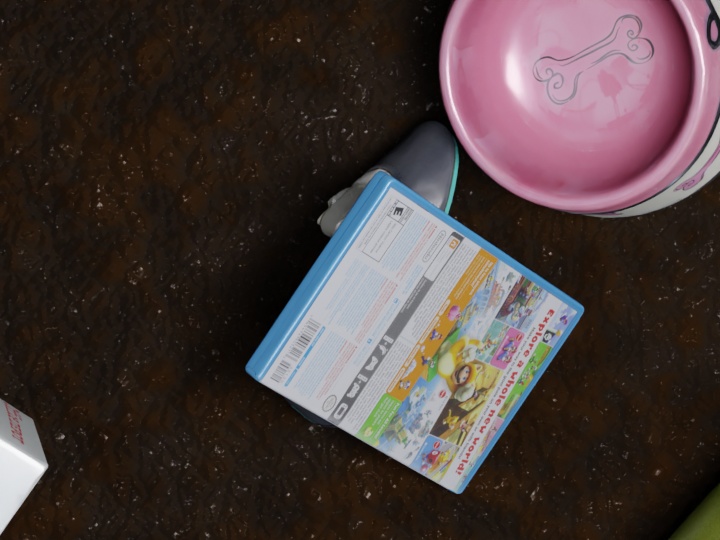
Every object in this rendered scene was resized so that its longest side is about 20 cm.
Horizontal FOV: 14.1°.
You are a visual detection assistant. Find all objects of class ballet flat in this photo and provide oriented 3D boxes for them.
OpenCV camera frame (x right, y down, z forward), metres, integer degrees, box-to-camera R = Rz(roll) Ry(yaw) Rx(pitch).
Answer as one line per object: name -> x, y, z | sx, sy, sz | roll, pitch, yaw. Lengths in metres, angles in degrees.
ballet flat -> 0.000, 0.000, 1.769 | 0.073, 0.073, 0.200 | 19, 97, -11

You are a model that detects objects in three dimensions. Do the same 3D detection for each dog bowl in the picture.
dog bowl -> 0.135, -0.123, 1.729 | 0.200, 0.074, 0.200 | 5, 103, 21

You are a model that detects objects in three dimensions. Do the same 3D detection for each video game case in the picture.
video game case -> 0.036, 0.041, 1.761 | 0.200, 0.018, 0.143 | 32, 92, -43

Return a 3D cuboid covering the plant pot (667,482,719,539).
plant pot -> 0.255, 0.215, 1.799 | 0.193, 0.200, 0.200 | -37, 103, 10

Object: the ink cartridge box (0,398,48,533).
ink cartridge box -> -0.304, 0.106, 1.701 | 0.200, 0.145, 0.145 | 35, 91, -13
